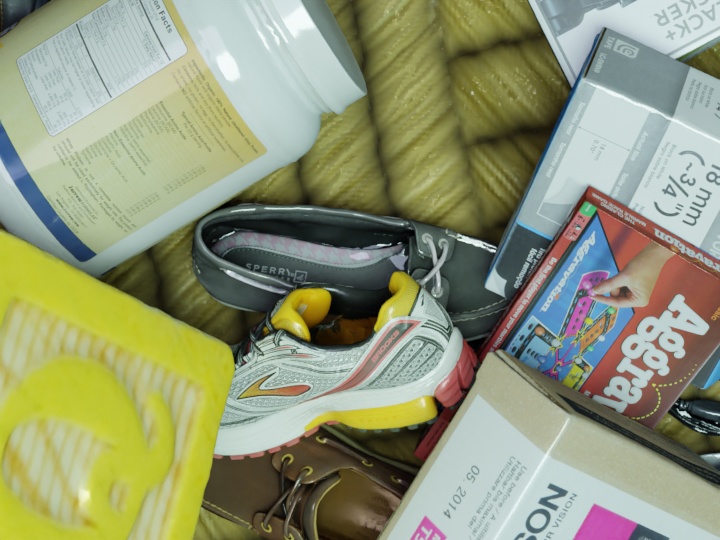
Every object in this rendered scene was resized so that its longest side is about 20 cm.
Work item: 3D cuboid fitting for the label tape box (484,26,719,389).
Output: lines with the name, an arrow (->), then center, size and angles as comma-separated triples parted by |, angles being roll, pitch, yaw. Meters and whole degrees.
label tape box -> 0.185, -0.018, 1.004 | 0.199, 0.063, 0.145 | 25, 126, 3

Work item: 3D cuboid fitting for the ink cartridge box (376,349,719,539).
ink cartridge box -> 0.087, 0.164, 0.972 | 0.201, 0.164, 0.075 | -58, 39, 8

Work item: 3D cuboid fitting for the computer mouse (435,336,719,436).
computer mouse -> 0.130, 0.070, 1.068 | 0.198, 0.034, 0.059 | 3, 92, 8

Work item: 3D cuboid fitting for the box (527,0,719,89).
box -> 0.130, -0.202, 1.044 | 0.116, 0.060, 0.201 | -26, 89, 9

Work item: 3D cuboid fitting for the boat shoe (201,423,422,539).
boat shoe -> -0.027, 0.125, 1.076 | 0.198, 0.068, 0.073 | 18, 95, 7

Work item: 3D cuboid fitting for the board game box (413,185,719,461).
board game box -> 0.117, 0.055, 1.022 | 0.102, 0.019, 0.201 | 28, 126, -4

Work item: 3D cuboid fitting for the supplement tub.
supplement tub -> -0.110, -0.099, 1.041 | 0.199, 0.144, 0.145 | -30, 88, 8

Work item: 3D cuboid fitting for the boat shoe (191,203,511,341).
boat shoe -> 0.000, 0.000, 1.064 | 0.198, 0.057, 0.067 | 5, 69, 8

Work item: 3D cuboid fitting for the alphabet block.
alphabet block -> -0.214, 0.099, 0.983 | 0.199, 0.195, 0.198 | -1, 70, 41

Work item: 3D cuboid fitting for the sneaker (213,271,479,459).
sneaker -> -0.037, 0.044, 1.040 | 0.198, 0.078, 0.083 | -14, 124, 24

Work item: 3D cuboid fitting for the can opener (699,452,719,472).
can opener -> 0.275, 0.121, 1.032 | 0.198, 0.067, 0.054 | -6, 92, 11

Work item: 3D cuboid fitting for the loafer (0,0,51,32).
loafer -> -0.202, -0.209, 1.050 | 0.072, 0.073, 0.201 | 1, 127, -11
